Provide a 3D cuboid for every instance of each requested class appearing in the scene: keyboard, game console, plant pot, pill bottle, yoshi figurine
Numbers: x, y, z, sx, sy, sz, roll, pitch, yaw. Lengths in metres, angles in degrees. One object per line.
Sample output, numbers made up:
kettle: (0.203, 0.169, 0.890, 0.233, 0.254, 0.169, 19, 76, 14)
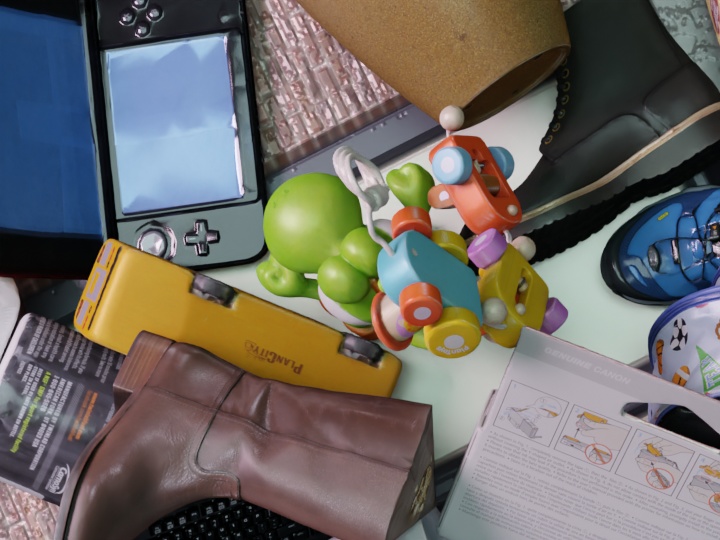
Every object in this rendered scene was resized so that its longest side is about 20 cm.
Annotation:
keyboard: (-0.066, 0.145, 1.053, 0.199, 0.040, 0.105, -20, 111, -22)
game console: (-0.159, -0.100, 1.135, 0.171, 0.119, 0.202, -7, 83, 7)
plant pot: (0.039, -0.195, 1.086, 0.186, 0.186, 0.201, -33, 82, 3)
pill bottle: (-0.144, 0.114, 1.102, 0.199, 0.106, 0.107, 25, 87, -9)
yoshi figurine: (-0.005, -0.015, 1.063, 0.111, 0.200, 0.114, 6, 85, 9)

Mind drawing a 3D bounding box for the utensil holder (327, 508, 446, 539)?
utensil holder: (-0.015, 0.255, 1.053, 0.199, 0.170, 0.171, -28, 81, 6)

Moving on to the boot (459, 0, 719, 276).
boot: (0.130, -0.096, 1.127, 0.199, 0.078, 0.139, -27, 75, -7)

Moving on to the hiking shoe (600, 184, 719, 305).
hiking shoe: (0.248, -0.029, 1.089, 0.198, 0.087, 0.075, -15, 81, 5)

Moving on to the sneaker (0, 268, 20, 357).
sneaker: (-0.305, 0.035, 1.171, 0.147, 0.080, 0.201, 52, 121, 39)

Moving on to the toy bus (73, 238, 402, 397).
toy bus: (-0.077, 0.047, 1.104, 0.199, 0.078, 0.066, 23, 88, -20)

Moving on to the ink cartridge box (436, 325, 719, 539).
ink cartridge box: (0.162, 0.119, 0.990, 0.199, 0.045, 0.177, 22, 128, 4)

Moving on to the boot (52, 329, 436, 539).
boot: (-0.062, 0.137, 0.986, 0.198, 0.064, 0.188, 17, 66, 6)

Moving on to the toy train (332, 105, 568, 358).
toy train: (0.043, -0.016, 0.977, 0.055, 0.200, 0.151, -36, 79, 28)

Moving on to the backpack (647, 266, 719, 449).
backpack: (0.264, 0.065, 1.027, 0.189, 0.201, 0.155, -2, 58, -1)

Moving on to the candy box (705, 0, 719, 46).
candy box: (0.283, -0.168, 1.093, 0.114, 0.055, 0.202, -14, 67, 6)
